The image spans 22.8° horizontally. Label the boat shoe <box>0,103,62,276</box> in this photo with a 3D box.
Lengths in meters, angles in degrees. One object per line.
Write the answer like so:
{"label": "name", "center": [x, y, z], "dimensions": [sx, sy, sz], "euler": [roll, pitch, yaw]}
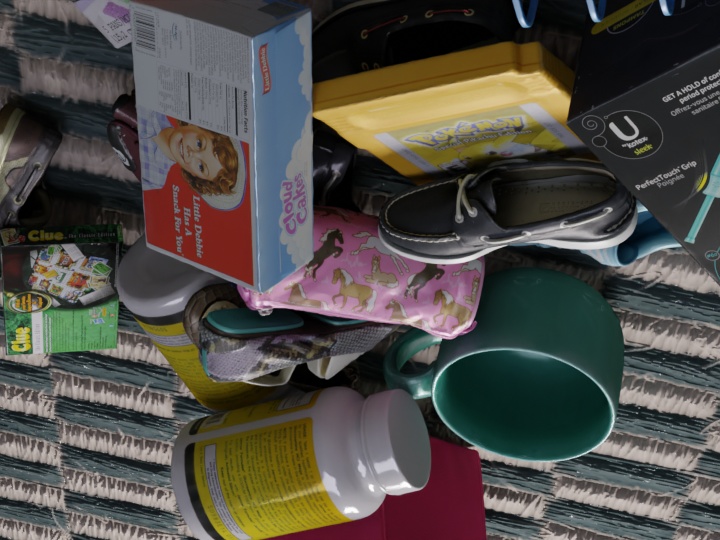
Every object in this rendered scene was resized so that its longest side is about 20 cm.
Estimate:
{"label": "boat shoe", "center": [-0.296, -0.053, 1.522], "dimensions": [0.065, 0.073, 0.200], "euler": [22, 139, 0]}

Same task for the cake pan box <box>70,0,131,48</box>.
{"label": "cake pan box", "center": [-0.163, -0.264, 1.263], "dimensions": [0.200, 0.052, 0.184], "euler": [-19, 127, 34]}

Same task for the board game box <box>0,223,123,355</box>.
{"label": "board game box", "center": [-0.265, 0.019, 1.580], "dimensions": [0.105, 0.023, 0.200], "euler": [-5, 151, -13]}

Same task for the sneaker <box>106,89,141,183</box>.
{"label": "sneaker", "center": [-0.140, -0.096, 1.397], "dimensions": [0.116, 0.076, 0.200], "euler": [45, 152, -20]}

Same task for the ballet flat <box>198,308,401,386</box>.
{"label": "ballet flat", "center": [-0.047, 0.057, 1.446], "dimensions": [0.200, 0.072, 0.072], "euler": [-8, 154, -36]}

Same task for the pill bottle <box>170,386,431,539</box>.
{"label": "pill bottle", "center": [-0.048, 0.161, 1.496], "dimensions": [0.200, 0.112, 0.112], "euler": [-14, 131, 23]}

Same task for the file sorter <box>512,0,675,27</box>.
{"label": "file sorter", "center": [0.190, -0.239, 1.127], "dimensions": [0.200, 0.123, 0.139], "euler": [-3, 137, 19]}

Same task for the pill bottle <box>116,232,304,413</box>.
{"label": "pill bottle", "center": [-0.117, 0.052, 1.554], "dimensions": [0.114, 0.114, 0.200], "euler": [-9, 133, 26]}

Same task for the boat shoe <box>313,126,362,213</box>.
{"label": "boat shoe", "center": [-0.026, -0.032, 1.465], "dimensions": [0.063, 0.073, 0.200], "euler": [7, 134, 14]}

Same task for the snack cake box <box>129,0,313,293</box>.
{"label": "snack cake box", "center": [-0.096, -0.098, 1.270], "dimensions": [0.115, 0.067, 0.200], "euler": [20, 126, 30]}

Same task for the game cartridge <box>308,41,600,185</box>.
{"label": "game cartridge", "center": [0.084, -0.108, 1.308], "dimensions": [0.176, 0.032, 0.200], "euler": [-9, 163, 26]}

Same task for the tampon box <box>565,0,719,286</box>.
{"label": "tampon box", "center": [0.266, -0.110, 1.245], "dimensions": [0.150, 0.126, 0.200], "euler": [-26, 124, 37]}

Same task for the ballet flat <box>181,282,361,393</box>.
{"label": "ballet flat", "center": [-0.067, 0.066, 1.490], "dimensions": [0.200, 0.067, 0.046], "euler": [32, -176, -43]}

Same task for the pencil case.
{"label": "pencil case", "center": [0.000, 0.000, 1.405], "dimensions": [0.200, 0.083, 0.087], "euler": [8, 119, -14]}

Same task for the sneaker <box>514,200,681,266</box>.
{"label": "sneaker", "center": [0.181, -0.040, 1.383], "dimensions": [0.200, 0.082, 0.074], "euler": [-12, 132, 28]}

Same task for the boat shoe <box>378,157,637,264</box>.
{"label": "boat shoe", "center": [0.105, -0.051, 1.339], "dimensions": [0.200, 0.076, 0.060], "euler": [-7, 154, 13]}

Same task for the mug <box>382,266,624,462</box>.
{"label": "mug", "center": [0.129, 0.064, 1.491], "dimensions": [0.185, 0.114, 0.152], "euler": [24, 139, -9]}

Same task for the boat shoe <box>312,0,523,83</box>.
{"label": "boat shoe", "center": [0.026, -0.160, 1.314], "dimensions": [0.201, 0.063, 0.074], "euler": [-17, 131, 33]}

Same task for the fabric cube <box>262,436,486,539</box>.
{"label": "fabric cube", "center": [-0.014, 0.257, 1.638], "dimensions": [0.200, 0.196, 0.199], "euler": [-13, 161, 28]}
